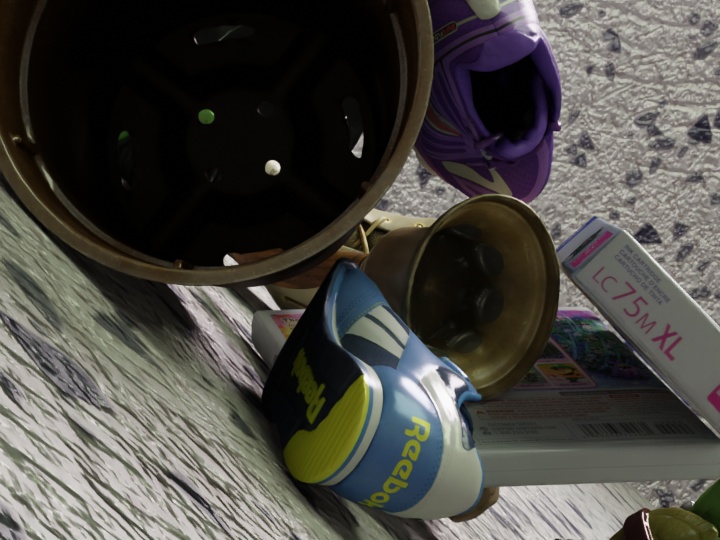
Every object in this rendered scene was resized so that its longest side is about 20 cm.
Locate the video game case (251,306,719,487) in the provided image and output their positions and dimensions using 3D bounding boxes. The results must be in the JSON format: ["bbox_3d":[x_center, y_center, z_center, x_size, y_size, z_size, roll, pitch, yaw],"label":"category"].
[{"bbox_3d":[0.062,0.063,1.179,0.200,0.024,0.182,-1,22,-19],"label":"video game case"}]

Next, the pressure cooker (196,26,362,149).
[{"bbox_3d":[-0.104,-0.161,1.634,0.178,0.176,0.200,12,24,-37],"label":"pressure cooker"}]

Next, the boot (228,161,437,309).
[{"bbox_3d":[-0.005,-0.023,1.376,0.200,0.073,0.155,-8,-38,42],"label":"boot"}]

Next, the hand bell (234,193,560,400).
[{"bbox_3d":[0.000,0.000,1.202,0.200,0.104,0.104,12,-24,50],"label":"hand bell"}]

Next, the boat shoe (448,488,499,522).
[{"bbox_3d":[0.040,0.090,1.293,0.068,0.075,0.200,62,6,-10],"label":"boat shoe"}]

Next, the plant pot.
[{"bbox_3d":[-0.064,-0.077,1.072,0.200,0.200,0.198,46,-5,8],"label":"plant pot"}]

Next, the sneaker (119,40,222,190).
[{"bbox_3d":[-0.093,-0.074,1.286,0.084,0.077,0.200,55,-13,-5],"label":"sneaker"}]

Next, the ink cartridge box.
[{"bbox_3d":[0.154,0.027,1.177,0.119,0.042,0.200,47,1,-2],"label":"ink cartridge box"}]

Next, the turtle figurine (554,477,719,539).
[{"bbox_3d":[0.207,0.164,1.202,0.200,0.194,0.144,42,23,-6],"label":"turtle figurine"}]

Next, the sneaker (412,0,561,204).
[{"bbox_3d":[0.061,-0.075,1.093,0.200,0.081,0.084,68,0,-63],"label":"sneaker"}]

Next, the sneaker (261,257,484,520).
[{"bbox_3d":[0.006,0.058,1.049,0.082,0.074,0.200,24,17,-15],"label":"sneaker"}]
